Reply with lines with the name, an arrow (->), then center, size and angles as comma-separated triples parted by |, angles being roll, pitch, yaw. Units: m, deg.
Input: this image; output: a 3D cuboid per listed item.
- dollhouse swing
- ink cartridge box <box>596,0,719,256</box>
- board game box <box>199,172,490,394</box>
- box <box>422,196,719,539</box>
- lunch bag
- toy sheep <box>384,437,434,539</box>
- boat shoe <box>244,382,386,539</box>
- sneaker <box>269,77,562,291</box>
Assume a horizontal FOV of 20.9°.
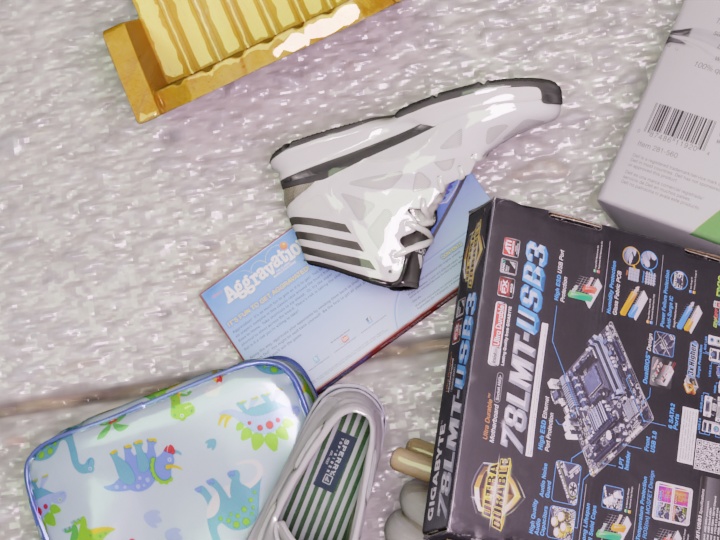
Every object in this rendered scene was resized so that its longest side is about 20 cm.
dollhouse swing -> -0.087, -0.223, 1.306 | 0.199, 0.182, 0.177 | -24, 97, 3
ink cartridge box -> 0.262, -0.100, 1.253 | 0.145, 0.084, 0.201 | 22, 82, 27
board game box -> 0.000, 0.000, 1.319 | 0.199, 0.019, 0.103 | -35, 78, 0
box -> 0.146, 0.077, 1.143 | 0.197, 0.050, 0.202 | 13, 73, -15
lunch bag -> -0.107, 0.155, 1.265 | 0.198, 0.082, 0.162 | -21, 87, 3
toy sheep -> 0.074, 0.170, 1.220 | 0.137, 0.138, 0.202 | 18, 100, 11
boat shoe -> -0.037, 0.166, 1.191 | 0.073, 0.067, 0.202 | 14, 95, -1
sneaker -> 0.048, -0.051, 1.285 | 0.199, 0.076, 0.116 | -17, 86, 12
